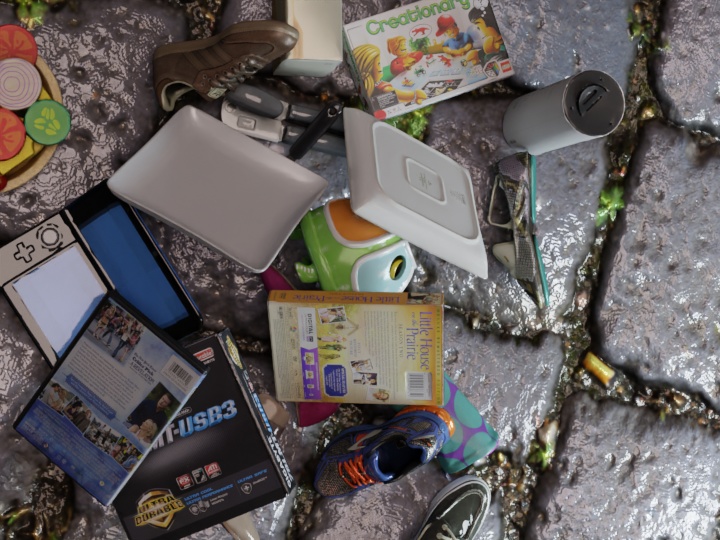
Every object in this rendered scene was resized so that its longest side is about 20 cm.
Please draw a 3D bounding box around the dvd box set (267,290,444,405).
[{"bbox_3d":[-0.003,0.089,1.416,0.199,0.029,0.147,0,124,6],"label":"dvd box set"}]

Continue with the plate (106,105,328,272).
[{"bbox_3d":[-0.160,-0.090,1.403,0.199,0.032,0.200,29,40,3],"label":"plate"}]

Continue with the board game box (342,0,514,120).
[{"bbox_3d":[0.084,-0.275,1.559,0.199,0.035,0.127,-21,93,-15],"label":"board game box"}]

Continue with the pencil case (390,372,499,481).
[{"bbox_3d":[0.079,0.156,1.513,0.085,0.092,0.200,-41,100,-10],"label":"pencil case"}]

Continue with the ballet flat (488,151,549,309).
[{"bbox_3d":[0.199,-0.049,1.576,0.072,0.072,0.201,-6,90,-15],"label":"ballet flat"}]

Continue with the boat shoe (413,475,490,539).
[{"bbox_3d":[0.100,0.343,1.529,0.071,0.064,0.200,40,79,-11],"label":"boat shoe"}]

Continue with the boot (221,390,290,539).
[{"bbox_3d":[-0.141,0.219,1.467,0.146,0.070,0.200,-42,99,-15],"label":"boot"}]

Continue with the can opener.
[{"bbox_3d":[-0.075,-0.177,1.502,0.199,0.066,0.053,13,83,-19],"label":"can opener"}]

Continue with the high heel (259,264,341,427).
[{"bbox_3d":[-0.086,0.090,1.489,0.096,0.067,0.200,-35,93,-4],"label":"high heel"}]

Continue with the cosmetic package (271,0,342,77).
[{"bbox_3d":[-0.066,-0.341,1.487,0.071,0.105,0.201,0,87,-13],"label":"cosmetic package"}]

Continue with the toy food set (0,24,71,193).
[{"bbox_3d":[-0.437,-0.187,1.409,0.198,0.049,0.200,-39,98,-13],"label":"toy food set"}]

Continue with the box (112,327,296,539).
[{"bbox_3d":[-0.201,0.192,1.390,0.199,0.050,0.199,-22,94,11],"label":"box"}]

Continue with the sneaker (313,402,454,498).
[{"bbox_3d":[0.017,0.221,1.466,0.200,0.078,0.075,-34,100,29],"label":"sneaker"}]

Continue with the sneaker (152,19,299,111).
[{"bbox_3d":[-0.155,-0.234,1.432,0.070,0.199,0.076,14,72,-56],"label":"sneaker"}]

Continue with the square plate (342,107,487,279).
[{"bbox_3d":[0.069,-0.100,1.469,0.198,0.201,0.028,25,127,-25],"label":"square plate"}]

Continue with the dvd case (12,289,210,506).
[{"bbox_3d":[-0.278,0.141,1.365,0.143,0.018,0.200,39,102,6],"label":"dvd case"}]

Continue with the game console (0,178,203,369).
[{"bbox_3d":[-0.305,0.024,1.403,0.170,0.118,0.201,-33,96,-14],"label":"game console"}]

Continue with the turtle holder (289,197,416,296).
[{"bbox_3d":[0.000,0.000,1.462,0.131,0.141,0.186,-21,108,2],"label":"turtle holder"}]

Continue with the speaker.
[{"bbox_3d":[0.245,-0.191,1.514,0.081,0.200,0.082,0,88,-14],"label":"speaker"}]

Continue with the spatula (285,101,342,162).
[{"bbox_3d":[-0.091,-0.126,1.483,0.056,0.021,0.200,41,96,-5],"label":"spatula"}]
